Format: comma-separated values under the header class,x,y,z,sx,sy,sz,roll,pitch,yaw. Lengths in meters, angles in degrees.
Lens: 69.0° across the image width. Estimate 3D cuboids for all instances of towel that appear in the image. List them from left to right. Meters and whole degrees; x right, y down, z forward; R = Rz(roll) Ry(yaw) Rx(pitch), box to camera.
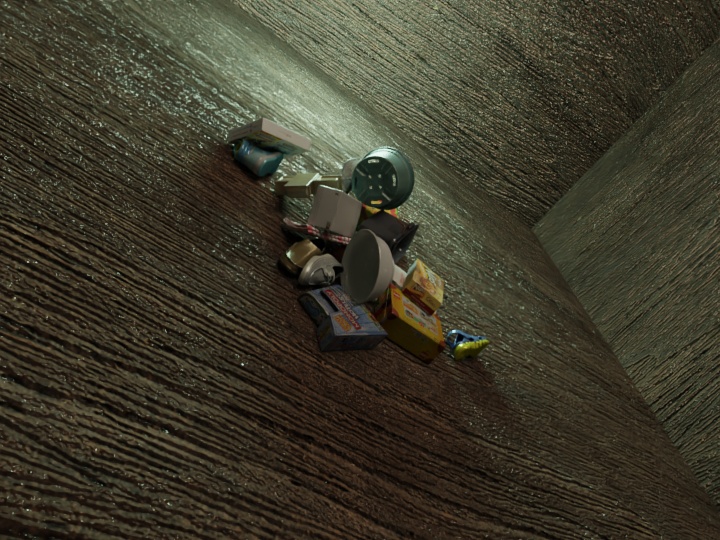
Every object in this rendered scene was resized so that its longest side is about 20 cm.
class,x,y,z,sx,sy,sz,roll,pitch,yaw
towel,-0.110,-0.106,1.501,0.197,0.031,0.145,15,2,-40

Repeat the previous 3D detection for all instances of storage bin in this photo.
class,x,y,z,sx,sy,sz,roll,pitch,yaw
storage bin,0.074,-0.108,1.592,0.133,0.147,0.200,32,33,11

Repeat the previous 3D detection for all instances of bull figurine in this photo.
class,x,y,z,sx,sy,sz,roll,pitch,yaw
bull figurine,0.000,0.000,1.550,0.201,0.065,0.121,49,23,11

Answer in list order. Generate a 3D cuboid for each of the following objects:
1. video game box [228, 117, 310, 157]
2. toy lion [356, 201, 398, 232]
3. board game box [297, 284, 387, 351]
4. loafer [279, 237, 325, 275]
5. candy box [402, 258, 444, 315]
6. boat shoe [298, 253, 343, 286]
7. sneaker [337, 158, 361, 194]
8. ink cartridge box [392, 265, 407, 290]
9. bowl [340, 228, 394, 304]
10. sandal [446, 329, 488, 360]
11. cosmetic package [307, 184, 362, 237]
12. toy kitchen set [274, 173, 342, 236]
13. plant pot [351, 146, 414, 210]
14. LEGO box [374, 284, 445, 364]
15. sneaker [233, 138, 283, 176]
class,x,y,z,sx,sy,sz,roll,pitch,yaw
video game box,-0.289,-0.413,1.669,0.198,0.180,0.048,12,77,-47
toy lion,0.053,-0.156,1.750,0.189,0.069,0.202,-22,69,-27
board game box,-0.055,0.118,1.287,0.201,0.062,0.199,50,25,16
loafer,-0.152,-0.047,1.398,0.076,0.068,0.200,40,23,2
candy box,0.195,0.047,1.598,0.115,0.055,0.200,40,20,-4
boat shoe,-0.096,0.004,1.385,0.071,0.071,0.200,30,19,12
sneaker,-0.060,-0.290,1.805,0.076,0.147,0.203,37,51,1
ink cartridge box,0.141,0.071,1.636,0.199,0.067,0.118,39,24,-9
bowl,0.031,-0.004,1.425,0.089,0.203,0.203,10,38,-32
sandal,0.341,0.227,1.675,0.198,0.080,0.088,9,37,-52
cosmetic package,-0.068,-0.164,1.491,0.080,0.115,0.200,18,1,18
toy kitchen set,-0.162,-0.191,1.609,0.195,0.185,0.164,1,21,8
plant pot,0.061,-0.281,1.629,0.200,0.201,0.196,42,17,2
LEGO box,0.139,0.150,1.496,0.198,0.077,0.150,34,25,-18
sneaker,-0.323,-0.365,1.646,0.129,0.080,0.200,34,16,0
